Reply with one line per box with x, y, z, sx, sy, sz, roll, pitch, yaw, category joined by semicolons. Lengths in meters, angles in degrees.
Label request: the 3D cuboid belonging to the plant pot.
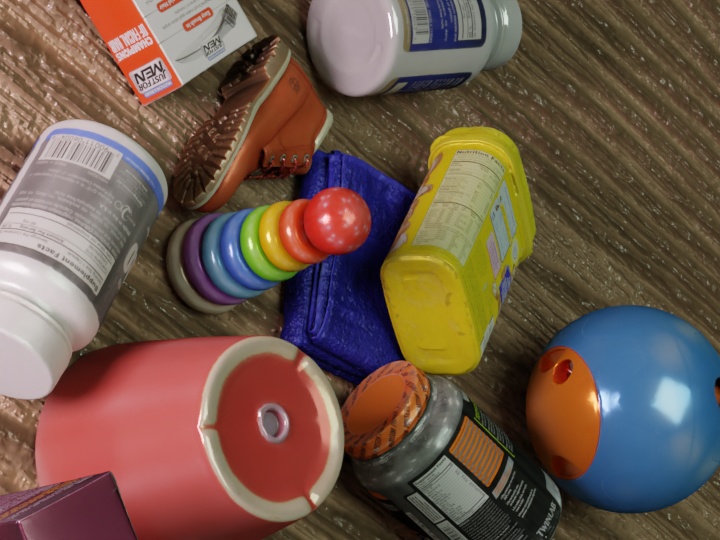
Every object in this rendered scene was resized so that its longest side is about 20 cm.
-0.121;0.135;1.431;0.200;0.177;0.201;16;66;-40;plant pot

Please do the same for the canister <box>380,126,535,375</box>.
0.091;-0.018;1.700;0.200;0.086;0.149;-63;145;-48;canister

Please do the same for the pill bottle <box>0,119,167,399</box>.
-0.236;-0.008;1.411;0.114;0.114;0.200;43;52;-26;pill bottle

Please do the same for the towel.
0.000;0.000;1.678;0.148;0.049;0.200;25;61;-35;towel

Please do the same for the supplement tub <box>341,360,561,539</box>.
0.077;0.178;1.645;0.200;0.122;0.123;45;51;-24;supplement tub

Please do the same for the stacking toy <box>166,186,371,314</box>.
-0.071;-0.024;1.511;0.085;0.200;0.086;15;67;-39;stacking toy

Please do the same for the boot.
-0.087;-0.106;1.614;0.107;0.075;0.200;51;48;-26;boot

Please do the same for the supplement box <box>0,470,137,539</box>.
-0.238;0.216;1.277;0.086;0.200;0.111;-25;95;-44;supplement box

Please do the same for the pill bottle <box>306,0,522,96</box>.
0.057;-0.230;1.755;0.200;0.120;0.120;-10;84;-45;pill bottle

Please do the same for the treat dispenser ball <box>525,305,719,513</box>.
0.259;0.133;1.776;0.201;0.201;0.201;15;67;-40;treat dispenser ball

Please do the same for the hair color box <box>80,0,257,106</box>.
-0.187;-0.256;1.571;0.111;0.064;0.200;-41;105;-44;hair color box
